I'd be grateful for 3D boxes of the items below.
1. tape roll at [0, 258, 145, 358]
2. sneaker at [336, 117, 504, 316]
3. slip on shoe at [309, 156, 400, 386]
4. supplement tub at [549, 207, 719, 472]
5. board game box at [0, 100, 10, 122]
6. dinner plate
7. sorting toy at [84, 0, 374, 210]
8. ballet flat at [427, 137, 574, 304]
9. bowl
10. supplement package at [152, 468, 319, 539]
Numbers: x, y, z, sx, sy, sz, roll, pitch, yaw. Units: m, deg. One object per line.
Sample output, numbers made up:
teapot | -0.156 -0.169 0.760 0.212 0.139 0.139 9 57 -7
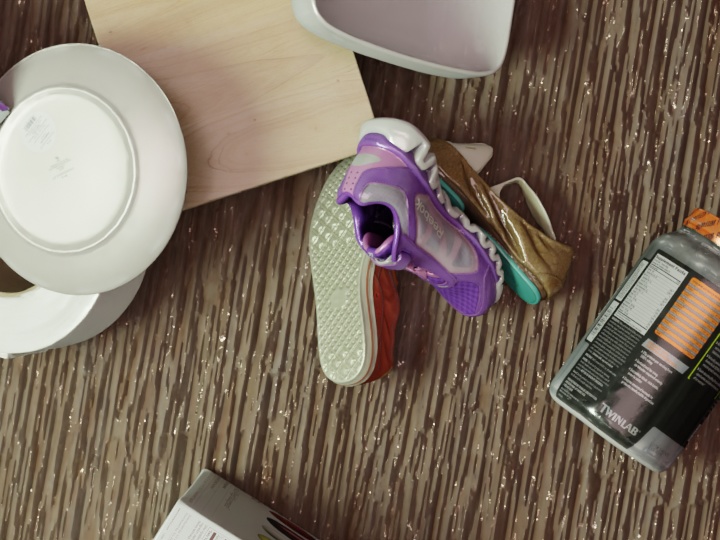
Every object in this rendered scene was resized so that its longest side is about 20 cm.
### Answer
tape roll | -0.276 -0.031 1.545 0.202 0.071 0.203 1 94 21
sneaker | 0.042 -0.027 1.525 0.200 0.080 0.089 55 54 -30
slip on shoe | 0.000 0.000 1.580 0.074 0.061 0.200 -8 78 34
supplement tub | 0.259 0.056 1.542 0.122 0.123 0.200 36 92 0
board game box | -0.389 -0.162 1.507 0.105 0.103 0.200 -48 48 1
dinner plate | -0.230 -0.080 1.474 0.200 0.024 0.201 1 92 22
sorting toy | -0.105 -0.168 1.571 0.200 0.070 0.199 -18 91 2
ballet flat | 0.105 -0.061 1.577 0.200 0.068 0.072 43 71 0
bowl | 0.028 -0.260 1.526 0.199 0.075 0.200 14 75 -30
supplement package | -0.090 0.284 1.518 0.200 0.191 0.147 32 92 0
